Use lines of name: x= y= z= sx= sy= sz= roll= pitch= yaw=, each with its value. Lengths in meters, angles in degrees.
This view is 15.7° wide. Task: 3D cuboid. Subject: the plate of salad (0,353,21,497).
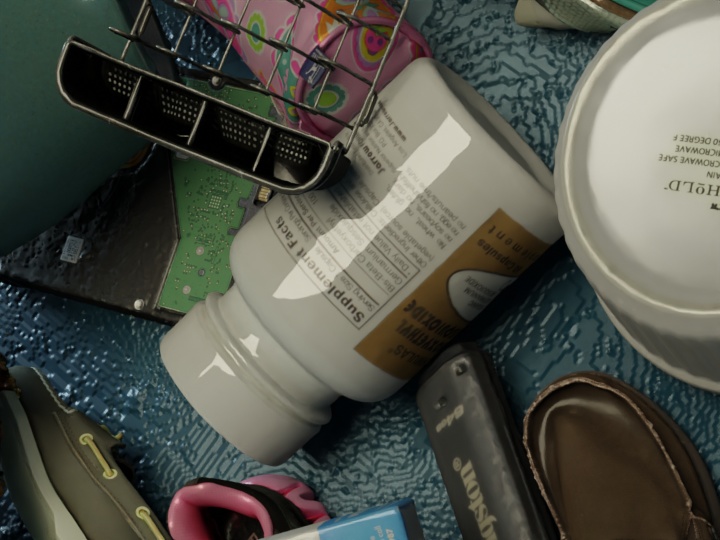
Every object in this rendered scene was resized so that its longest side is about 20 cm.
plate of salad: x=-0.217 y=0.110 z=1.394 sx=0.200 sy=0.048 sz=0.200 roll=-173 pitch=90 yaw=-70

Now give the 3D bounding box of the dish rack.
dish rack: x=-0.042 y=-0.146 z=1.259 sx=0.153 sy=0.055 sz=0.200 roll=23 pitch=91 yaw=20

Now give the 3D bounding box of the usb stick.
usb stick: x=0.072 y=0.130 z=1.260 sx=0.055 sy=0.033 sz=0.200 roll=-53 pitch=47 yaw=48

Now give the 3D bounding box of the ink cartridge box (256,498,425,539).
ink cartridge box: x=-0.058 y=0.187 z=1.207 sx=0.200 sy=0.068 sz=0.115 roll=-16 pitch=87 yaw=6

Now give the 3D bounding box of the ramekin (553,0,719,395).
ramekin: x=0.182 y=-0.046 z=1.216 sx=0.202 sy=0.094 sz=0.203 roll=-7 pitch=73 yaw=26

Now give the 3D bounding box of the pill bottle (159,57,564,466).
pill bottle: x=0.000 y=0.000 z=1.303 sx=0.200 sy=0.114 sz=0.114 roll=-44 pitch=57 yaw=11

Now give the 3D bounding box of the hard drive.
hard drive: x=-0.125 y=-0.046 z=1.439 sx=0.200 sy=0.038 sz=0.140 roll=12 pitch=80 yaw=34

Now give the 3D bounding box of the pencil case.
pencil case: x=-0.045 y=-0.142 z=1.381 sx=0.087 sy=0.087 sz=0.200 roll=-48 pitch=48 yaw=8

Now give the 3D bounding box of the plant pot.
plant pot: x=-0.200 y=-0.103 z=1.374 sx=0.188 sy=0.200 sz=0.200 roll=-23 pitch=62 yaw=6

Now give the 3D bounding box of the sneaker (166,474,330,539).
sneaker: x=-0.023 y=0.166 z=1.274 sx=0.200 sy=0.095 sz=0.079 roll=38 pitch=93 yaw=32

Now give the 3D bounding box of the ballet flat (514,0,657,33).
ballet flat: x=0.079 y=-0.168 z=1.332 sx=0.200 sy=0.069 sz=0.071 roll=36 pitch=134 yaw=8

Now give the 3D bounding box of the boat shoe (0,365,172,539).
boat shoe: x=-0.146 y=0.118 z=1.383 sx=0.060 sy=0.072 sz=0.202 roll=-16 pitch=43 yaw=-19

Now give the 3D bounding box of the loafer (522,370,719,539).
loafer: x=0.133 y=0.124 z=1.209 sx=0.073 sy=0.071 sz=0.200 roll=-39 pitch=58 yaw=14
